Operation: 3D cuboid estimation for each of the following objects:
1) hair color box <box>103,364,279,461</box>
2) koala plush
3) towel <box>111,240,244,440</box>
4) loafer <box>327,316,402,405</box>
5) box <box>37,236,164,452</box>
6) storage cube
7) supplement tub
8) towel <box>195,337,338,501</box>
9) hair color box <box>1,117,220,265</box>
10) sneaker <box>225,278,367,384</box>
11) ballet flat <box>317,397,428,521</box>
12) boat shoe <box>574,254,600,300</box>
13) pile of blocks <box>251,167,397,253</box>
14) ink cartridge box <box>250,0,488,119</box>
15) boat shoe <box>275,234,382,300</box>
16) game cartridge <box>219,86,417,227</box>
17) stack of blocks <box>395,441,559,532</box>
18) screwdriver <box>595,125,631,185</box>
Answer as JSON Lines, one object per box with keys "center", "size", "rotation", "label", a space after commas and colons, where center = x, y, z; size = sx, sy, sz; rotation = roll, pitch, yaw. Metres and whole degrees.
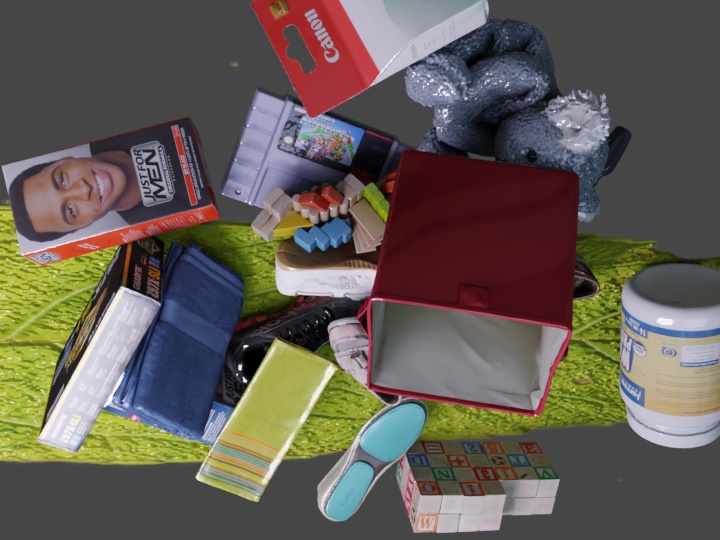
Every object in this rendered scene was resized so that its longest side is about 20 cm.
{"center": [-0.200, 0.145, 1.026], "size": [0.199, 0.100, 0.061], "rotation": [23, 108, -21], "label": "hair color box"}
{"center": [0.174, -0.147, 0.891], "size": [0.183, 0.200, 0.178], "rotation": [-35, 145, -18], "label": "koala plush"}
{"center": [-0.192, 0.077, 0.954], "size": [0.048, 0.201, 0.112], "rotation": [-11, 144, 36], "label": "towel"}
{"center": [0.018, 0.109, 1.015], "size": [0.072, 0.063, 0.200], "rotation": [-10, 158, 16], "label": "loafer"}
{"center": [-0.278, 0.070, 0.944], "size": [0.049, 0.160, 0.200], "rotation": [27, 108, -20], "label": "box"}
{"center": [0.105, 0.012, 0.842], "size": [0.199, 0.180, 0.171], "rotation": [9, 145, 6], "label": "storage cube"}
{"center": [0.404, 0.107, 1.102], "size": [0.144, 0.145, 0.201], "rotation": [-10, 116, -6], "label": "supplement tub"}
{"center": [-0.107, 0.174, 0.994], "size": [0.086, 0.018, 0.201], "rotation": [24, 106, -25], "label": "towel"}
{"center": [-0.258, -0.082, 0.910], "size": [0.199, 0.061, 0.102], "rotation": [-16, 81, -3], "label": "hair color box"}
{"center": [-0.072, 0.076, 1.022], "size": [0.200, 0.098, 0.071], "rotation": [-24, 115, -1], "label": "sneaker"}
{"center": [0.011, 0.235, 1.131], "size": [0.069, 0.069, 0.200], "rotation": [37, 98, -23], "label": "ballet flat"}
{"center": [0.195, 0.016, 1.059], "size": [0.199, 0.072, 0.072], "rotation": [1, 114, -11], "label": "boat shoe"}
{"center": [-0.018, -0.063, 0.932], "size": [0.199, 0.062, 0.082], "rotation": [-14, 74, -4], "label": "pile of blocks"}
{"center": [0.002, -0.266, 0.852], "size": [0.199, 0.161, 0.050], "rotation": [-27, 160, 1], "label": "ink cartridge box"}
{"center": [0.000, 0.000, 0.993], "size": [0.199, 0.071, 0.070], "rotation": [1, 135, -11], "label": "boat shoe"}
{"center": [-0.043, -0.114, 0.976], "size": [0.199, 0.038, 0.130], "rotation": [18, 114, -18], "label": "game cartridge"}
{"center": [0.157, 0.284, 1.152], "size": [0.199, 0.115, 0.059], "rotation": [2, 114, -13], "label": "stack of blocks"}
{"center": [0.258, -0.085, 1.035], "size": [0.200, 0.029, 0.028], "rotation": [-54, 149, 5], "label": "screwdriver"}
